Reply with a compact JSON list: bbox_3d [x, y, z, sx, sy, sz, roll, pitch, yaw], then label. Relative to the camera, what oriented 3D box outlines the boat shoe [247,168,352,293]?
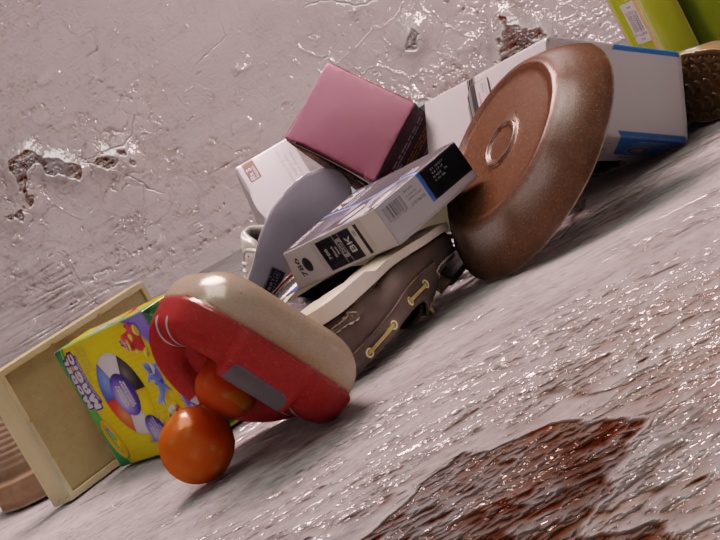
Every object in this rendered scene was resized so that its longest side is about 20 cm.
[{"bbox_3d":[-0.069,-0.004,1.589,0.201,0.073,0.065,-59,-4,2],"label":"boat shoe"}]

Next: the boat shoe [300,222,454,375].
[{"bbox_3d":[0.022,0.020,1.290,0.072,0.060,0.200,-30,4,34],"label":"boat shoe"}]

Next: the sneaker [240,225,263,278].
[{"bbox_3d":[-0.086,0.002,1.691,0.200,0.099,0.078,-46,3,40],"label":"sneaker"}]

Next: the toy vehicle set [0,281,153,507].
[{"bbox_3d":[-0.229,0.105,1.497,0.026,0.125,0.200,-24,7,39],"label":"toy vehicle set"}]

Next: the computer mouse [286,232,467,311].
[{"bbox_3d":[0.014,0.027,1.397,0.140,0.046,0.200,1,30,46],"label":"computer mouse"}]

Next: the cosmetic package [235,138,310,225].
[{"bbox_3d":[-0.067,-0.050,1.812,0.074,0.102,0.200,-30,-18,-6],"label":"cosmetic package"}]

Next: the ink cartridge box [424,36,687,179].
[{"bbox_3d":[0.167,-0.130,1.490,0.143,0.085,0.199,2,-11,-29],"label":"ink cartridge box"}]

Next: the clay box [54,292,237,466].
[{"bbox_3d":[-0.178,0.093,1.391,0.047,0.116,0.199,-34,6,-36],"label":"clay box"}]

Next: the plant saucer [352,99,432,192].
[{"bbox_3d":[0.036,-0.103,1.828,0.201,0.039,0.202,-43,-28,-30],"label":"plant saucer"}]

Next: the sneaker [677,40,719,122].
[{"bbox_3d":[0.294,-0.169,1.521,0.090,0.067,0.200,-40,7,-36],"label":"sneaker"}]

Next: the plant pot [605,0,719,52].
[{"bbox_3d":[0.337,-0.284,1.645,0.180,0.200,0.200,-29,6,1],"label":"plant pot"}]

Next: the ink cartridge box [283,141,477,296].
[{"bbox_3d":[0.004,-0.039,1.370,0.099,0.039,0.200,-42,8,-31],"label":"ink cartridge box"}]

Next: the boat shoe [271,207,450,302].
[{"bbox_3d":[-0.001,-0.002,1.541,0.201,0.074,0.063,-36,15,-17],"label":"boat shoe"}]

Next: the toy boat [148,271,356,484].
[{"bbox_3d":[-0.091,0.082,1.144,0.132,0.130,0.200,-60,11,-9],"label":"toy boat"}]

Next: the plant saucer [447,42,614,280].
[{"bbox_3d":[0.121,-0.092,1.314,0.201,0.036,0.202,-49,27,36],"label":"plant saucer"}]

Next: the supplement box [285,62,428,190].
[{"bbox_3d":[0.029,-0.111,1.636,0.086,0.110,0.200,-61,-28,-1],"label":"supplement box"}]

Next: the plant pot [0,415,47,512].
[{"bbox_3d":[-0.275,0.138,1.617,0.200,0.093,0.201,-30,5,3],"label":"plant pot"}]
